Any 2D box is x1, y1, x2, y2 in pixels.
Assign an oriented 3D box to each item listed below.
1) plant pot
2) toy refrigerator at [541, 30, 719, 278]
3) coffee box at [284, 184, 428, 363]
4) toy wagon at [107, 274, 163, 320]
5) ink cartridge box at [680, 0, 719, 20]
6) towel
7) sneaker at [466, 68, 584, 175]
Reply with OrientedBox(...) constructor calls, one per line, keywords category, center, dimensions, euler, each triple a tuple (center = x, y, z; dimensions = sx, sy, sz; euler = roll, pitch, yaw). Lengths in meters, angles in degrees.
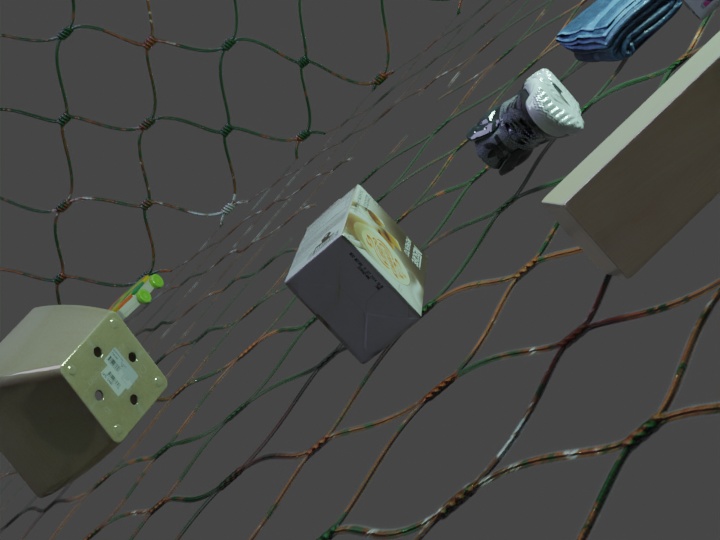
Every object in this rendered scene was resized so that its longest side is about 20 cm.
OrientedBox(category="plant pot", center=(-0.390, 0.163, 2.245), dimensions=(0.177, 0.200, 0.200), euler=(-19, 24, 41))
OrientedBox(category="toy refrigerator", center=(0.235, -0.091, 1.213), dimensions=(0.200, 0.076, 0.070), euler=(-44, 10, -4))
OrientedBox(category="coffee box", center=(0.000, 0.000, 1.639), dimensions=(0.080, 0.114, 0.200), euler=(-40, 9, 14))
OrientedBox(category="toy wagon", center=(-0.484, 0.062, 3.468), dimensions=(0.155, 0.040, 0.200), euler=(-37, 12, 30))
OrientedBox(category="ink cartridge box", center=(0.409, -0.338, 1.537), dimensions=(0.200, 0.043, 0.196), euler=(-43, -3, 43))
OrientedBox(category="towel", center=(0.298, -0.289, 1.883), dimensions=(0.112, 0.049, 0.200), euler=(-42, 10, -2))
OrientedBox(category="sneaker", center=(0.171, -0.148, 1.721), dimensions=(0.114, 0.076, 0.200), euler=(-41, 4, 15))
